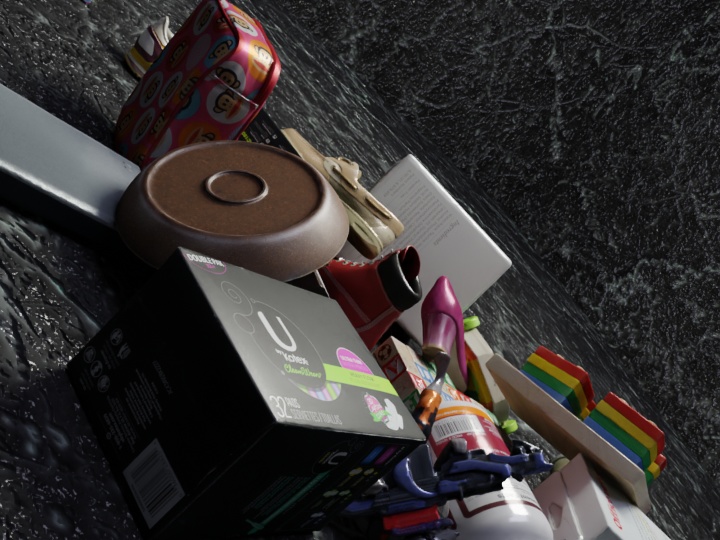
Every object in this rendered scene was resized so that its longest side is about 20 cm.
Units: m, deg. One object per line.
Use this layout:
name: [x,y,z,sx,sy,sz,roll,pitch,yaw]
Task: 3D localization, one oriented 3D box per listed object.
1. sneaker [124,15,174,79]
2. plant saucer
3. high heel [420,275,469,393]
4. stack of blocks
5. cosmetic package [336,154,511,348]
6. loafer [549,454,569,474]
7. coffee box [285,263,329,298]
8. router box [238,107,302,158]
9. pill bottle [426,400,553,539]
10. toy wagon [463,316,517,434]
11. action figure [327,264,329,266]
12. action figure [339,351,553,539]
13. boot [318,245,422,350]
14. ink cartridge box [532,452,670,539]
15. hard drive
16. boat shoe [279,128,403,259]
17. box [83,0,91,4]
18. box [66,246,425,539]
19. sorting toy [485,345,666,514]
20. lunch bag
sneaker: [-0.219,-0.257,1.243,0.200,0.090,0.075,36,17,-35]
plant saucer: [-0.107,-0.059,0.776,0.199,0.035,0.201,6,38,-4]
high heel: [0.106,0.090,1.149,0.200,0.067,0.096,62,36,-58]
stack of blocks: [0.095,0.171,1.062,0.200,0.059,0.115,35,18,-38]
cosmetic package: [0.069,-0.028,1.244,0.200,0.166,0.167,46,0,-3]
loafer: [0.338,0.352,1.284,0.200,0.075,0.070,45,25,10]
coffee box: [-0.107,-0.015,0.838,0.200,0.114,0.080,-116,-178,-48]
router box: [-0.135,-0.145,1.126,0.200,0.062,0.150,53,-12,20]
pill bottle: [0.106,0.227,0.840,0.113,0.113,0.200,36,19,-37]
toy wagon: [0.147,0.143,1.228,0.200,0.039,0.156,159,-88,-77]
action figure: [-0.135,-0.059,1.029,0.200,0.055,0.118,44,14,16]
action figure: [0.059,0.171,0.796,0.105,0.199,0.194,90,-4,-53]
boot: [0.000,0.000,1.080,0.072,0.144,0.200,32,19,-41]
ink cartridge box: [0.249,0.322,0.925,0.200,0.145,0.145,44,14,-10]
hard drive: [-0.263,-0.088,0.780,0.200,0.033,0.140,32,21,-45]
boat shoe: [-0.029,-0.106,1.134,0.200,0.064,0.071,49,-12,3]
box: [-0.392,-0.516,1.236,0.200,0.193,0.122,37,17,-32]
box: [-0.074,0.095,0.650,0.149,0.124,0.200,55,18,28]
sorting toy: [0.252,0.171,1.021,0.199,0.070,0.200,40,-6,30]
lunch bag: [-0.180,-0.188,0.956,0.082,0.200,0.176,29,23,-38]
